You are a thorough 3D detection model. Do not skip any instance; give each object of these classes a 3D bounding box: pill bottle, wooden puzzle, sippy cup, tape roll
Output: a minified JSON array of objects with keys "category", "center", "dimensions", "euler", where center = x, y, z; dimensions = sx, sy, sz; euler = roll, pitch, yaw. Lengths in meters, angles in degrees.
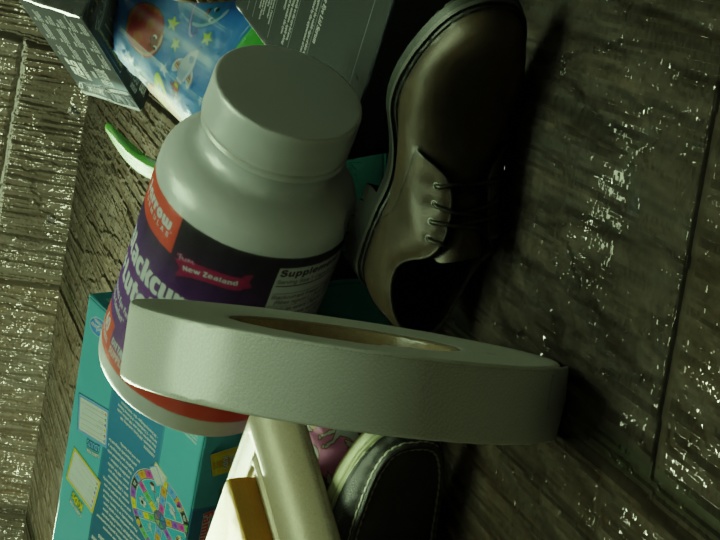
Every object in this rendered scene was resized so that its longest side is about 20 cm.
[{"category":"pill bottle","center":[-0.067,-0.017,1.323],"dimensions":[0.112,0.111,0.201],"euler":[-98,24,-51]},{"category":"wooden puzzle","center":[-0.057,0.196,1.280],"dimensions":[0.201,0.037,0.186],"euler":[117,146,-44]},{"category":"sippy cup","center":[-0.086,-0.145,1.573],"dimensions":[0.130,0.177,0.140],"euler":[36,130,25]},{"category":"tape roll","center":[-0.008,0.045,1.107],"dimensions":[0.203,0.201,0.037],"euler":[-163,82,-77]}]

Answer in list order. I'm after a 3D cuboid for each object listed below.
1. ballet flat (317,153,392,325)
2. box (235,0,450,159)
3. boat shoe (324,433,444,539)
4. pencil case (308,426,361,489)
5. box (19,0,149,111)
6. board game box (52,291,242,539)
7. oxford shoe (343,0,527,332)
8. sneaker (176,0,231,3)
[{"category":"ballet flat","center":[0.000,0.000,1.406],"dimensions":[0.072,0.071,0.202],"euler":[-178,92,-77]},{"category":"box","center":[0.013,-0.184,1.320],"dimensions":[0.142,0.078,0.201],"euler":[58,144,36]},{"category":"boat shoe","center":[0.012,0.172,1.260],"dimensions":[0.065,0.073,0.201],"euler":[45,129,51]},{"category":"pencil case","center":[-0.014,0.143,1.338],"dimensions":[0.087,0.082,0.202],"euler":[-127,45,-71]},{"category":"box","center":[-0.158,-0.213,1.627],"dimensions":[0.200,0.049,0.159],"euler":[64,-136,-75]},{"category":"board game box","center":[-0.125,0.134,1.486],"dimensions":[0.151,0.047,0.201],"euler":[38,124,47]},{"category":"oxford shoe","center":[0.051,-0.049,1.228],"dimensions":[0.085,0.072,0.201],"euler":[-116,30,-43]},{"category":"sneaker","center":[-0.046,-0.236,1.530],"dimensions":[0.109,0.199,0.070],"euler":[-98,-16,-64]}]
